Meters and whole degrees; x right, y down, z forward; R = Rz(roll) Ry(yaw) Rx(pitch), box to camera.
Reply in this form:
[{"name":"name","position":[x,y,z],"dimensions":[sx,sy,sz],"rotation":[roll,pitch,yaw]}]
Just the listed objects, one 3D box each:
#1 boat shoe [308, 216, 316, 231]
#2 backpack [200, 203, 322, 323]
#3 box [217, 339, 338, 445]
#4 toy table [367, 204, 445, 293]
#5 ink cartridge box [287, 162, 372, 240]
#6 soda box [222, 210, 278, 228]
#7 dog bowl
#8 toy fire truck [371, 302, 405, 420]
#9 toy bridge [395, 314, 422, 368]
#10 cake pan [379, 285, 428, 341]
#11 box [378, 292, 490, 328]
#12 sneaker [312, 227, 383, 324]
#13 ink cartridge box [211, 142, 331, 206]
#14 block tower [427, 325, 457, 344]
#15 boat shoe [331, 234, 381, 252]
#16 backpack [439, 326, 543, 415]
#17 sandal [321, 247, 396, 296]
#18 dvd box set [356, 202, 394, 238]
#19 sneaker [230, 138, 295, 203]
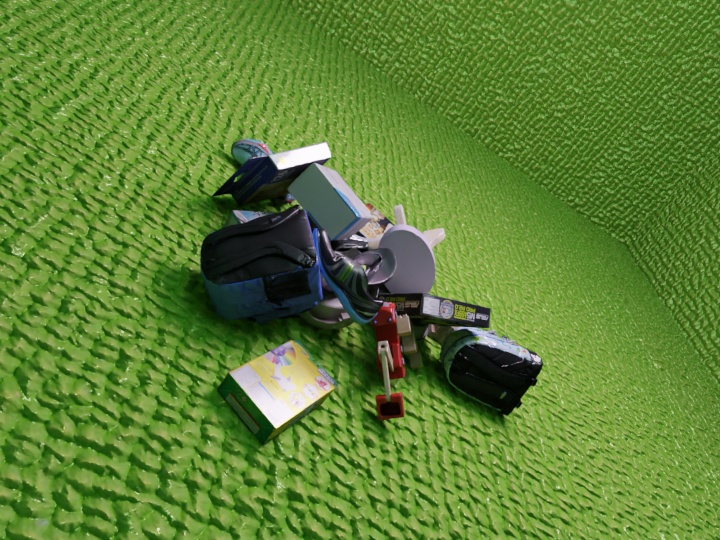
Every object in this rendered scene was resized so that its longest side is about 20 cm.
[{"name":"boat shoe","position":[-0.094,-0.107,1.510],"dimensions":[0.198,0.071,0.065],"rotation":[-19,65,-49]},{"name":"backpack","position":[-0.173,0.009,1.119],"dimensions":[0.195,0.170,0.164],"rotation":[-11,41,-9]},{"name":"box","position":[-0.125,0.186,1.038],"dimensions":[0.117,0.049,0.199],"rotation":[46,30,13]},{"name":"toy table","position":[0.105,-0.043,1.448],"dimensions":[0.179,0.203,0.118],"rotation":[-1,38,3]},{"name":"ink cartridge box","position":[-0.060,-0.145,1.389],"dimensions":[0.145,0.084,0.200],"rotation":[50,12,4]},{"name":"soda box","position":[-0.192,-0.077,1.338],"dimensions":[0.069,0.064,0.198],"rotation":[51,28,23]},{"name":"dog bowl","position":[-0.065,0.028,1.280],"dimensions":[0.196,0.059,0.203],"rotation":[13,49,-15]},{"name":"toy fire truck","position":[0.050,0.164,1.203],"dimensions":[0.141,0.048,0.205],"rotation":[-5,87,-81]},{"name":"toy bridge","position":[0.097,0.133,1.287],"dimensions":[0.201,0.027,0.068],"rotation":[67,15,-60]},{"name":"cake pan","position":[0.086,0.077,1.485],"dimensions":[0.198,0.037,0.202],"rotation":[31,28,-18]},{"name":"box","position":[0.151,0.086,1.350],"dimensions":[0.197,0.159,0.045],"rotation":[13,79,-35]},{"name":"sneaker","position":[-0.026,0.003,1.178],"dimensions":[0.201,0.082,0.071],"rotation":[56,0,-14]},{"name":"ink cartridge box","position":[-0.188,-0.196,1.357],"dimensions":[0.198,0.197,0.048],"rotation":[-24,88,-38]},{"name":"block tower","position":[0.253,0.173,1.529],"dimensions":[0.198,0.058,0.054],"rotation":[32,26,-12]},{"name":"boat shoe","position":[0.013,-0.037,1.547],"dimensions":[0.196,0.072,0.072],"rotation":[13,44,-25]},{"name":"backpack","position":[0.268,0.208,1.406],"dimensions":[0.197,0.165,0.155],"rotation":[14,26,-28]},{"name":"sandal","position":[0.000,0.001,1.263],"dimensions":[0.198,0.043,0.076],"rotation":[-23,64,-37]},{"name":"dvd box set","position":[0.036,-0.106,1.708],"dimensions":[0.146,0.030,0.200],"rotation":[42,26,4]},{"name":"sneaker","position":[-0.230,-0.234,1.514],"dimensions":[0.199,0.080,0.096],"rotation":[38,29,-2]}]
